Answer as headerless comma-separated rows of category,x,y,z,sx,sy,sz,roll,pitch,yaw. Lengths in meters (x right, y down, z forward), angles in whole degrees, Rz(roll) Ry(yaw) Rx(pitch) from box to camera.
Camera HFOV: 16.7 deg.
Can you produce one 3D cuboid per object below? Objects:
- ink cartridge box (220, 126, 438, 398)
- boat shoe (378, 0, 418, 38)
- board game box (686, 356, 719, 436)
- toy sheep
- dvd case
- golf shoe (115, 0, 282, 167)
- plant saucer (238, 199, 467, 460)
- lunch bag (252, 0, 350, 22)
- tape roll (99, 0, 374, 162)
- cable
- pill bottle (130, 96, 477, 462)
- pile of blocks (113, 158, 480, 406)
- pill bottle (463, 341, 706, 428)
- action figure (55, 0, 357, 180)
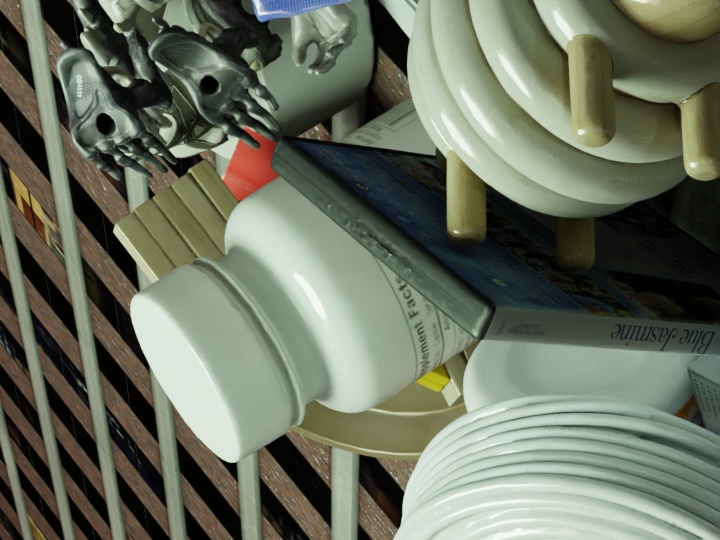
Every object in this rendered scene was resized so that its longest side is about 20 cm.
ink cartridge box,-0.017,0.009,1.324,0.161,0.050,0.200,27,161,-2
boat shoe,0.024,-0.151,1.070,0.200,0.069,0.057,48,137,28
board game box,0.234,0.140,1.020,0.199,0.041,0.200,30,146,55
toy sheep,0.079,-0.079,0.922,0.138,0.138,0.200,57,141,1
dvd case,0.077,-0.008,0.993,0.143,0.200,0.018,40,115,42
golf shoe,-0.107,-0.091,1.213,0.078,0.094,0.200,54,162,5
plant saucer,-0.006,0.027,1.295,0.200,0.030,0.200,15,142,12
lunch bag,0.039,-0.197,0.809,0.200,0.127,0.170,-12,113,24
tape roll,-0.079,-0.159,1.285,0.203,0.071,0.203,48,159,25
cable,0.106,0.144,1.051,0.199,0.069,0.200,7,131,22
pill bottle,0.000,0.000,1.137,0.114,0.200,0.114,49,159,26
pile of blocks,-0.031,0.025,1.217,0.200,0.082,0.062,29,159,-1
pill bottle,0.124,0.114,1.146,0.112,0.112,0.200,34,150,50
action figure,-0.073,-0.108,1.050,0.102,0.119,0.200,56,-160,-28
